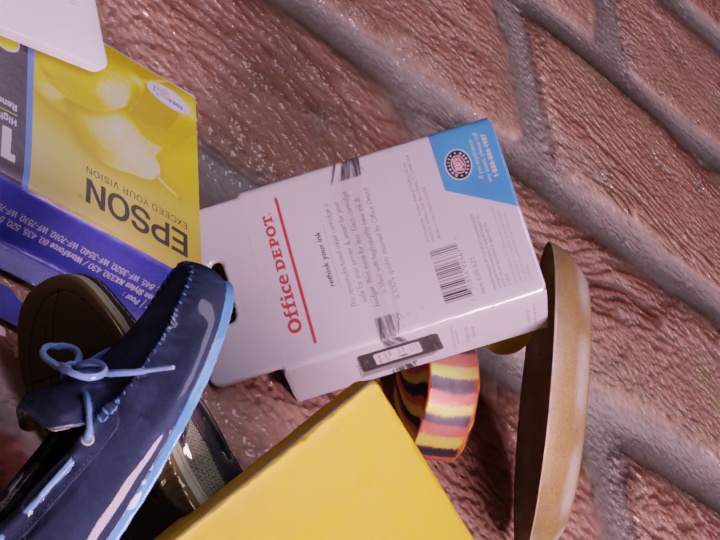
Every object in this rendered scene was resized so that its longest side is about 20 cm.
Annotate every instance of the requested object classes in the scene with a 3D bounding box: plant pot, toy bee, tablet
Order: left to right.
[{"bbox_3d":[-0.206,-0.210,1.024,0.130,0.014,0.201,19,47,-44],"label":"tablet"},{"bbox_3d":[0.038,0.012,1.142,0.130,0.109,0.201,-12,61,-33],"label":"toy bee"},{"bbox_3d":[0.121,0.083,1.138,0.027,0.201,0.201,6,41,1],"label":"plant pot"}]

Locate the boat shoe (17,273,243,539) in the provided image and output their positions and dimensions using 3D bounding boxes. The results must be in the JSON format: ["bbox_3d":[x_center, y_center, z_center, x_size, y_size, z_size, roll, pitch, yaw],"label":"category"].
[{"bbox_3d":[-0.103,0.091,0.913,0.202,0.071,0.066,61,25,-2],"label":"boat shoe"}]

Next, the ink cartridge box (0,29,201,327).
[{"bbox_3d":[-0.170,-0.058,0.981,0.197,0.047,0.201,30,37,-38],"label":"ink cartridge box"}]

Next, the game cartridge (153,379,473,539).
[{"bbox_3d":[-0.023,0.180,0.876,0.200,0.032,0.177,-36,99,-29],"label":"game cartridge"}]

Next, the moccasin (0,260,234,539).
[{"bbox_3d":[-0.124,0.076,0.812,0.068,0.080,0.201,33,68,-14],"label":"moccasin"}]

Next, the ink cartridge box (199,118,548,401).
[{"bbox_3d":[0.000,0.000,1.072,0.067,0.199,0.117,71,3,-69],"label":"ink cartridge box"}]
